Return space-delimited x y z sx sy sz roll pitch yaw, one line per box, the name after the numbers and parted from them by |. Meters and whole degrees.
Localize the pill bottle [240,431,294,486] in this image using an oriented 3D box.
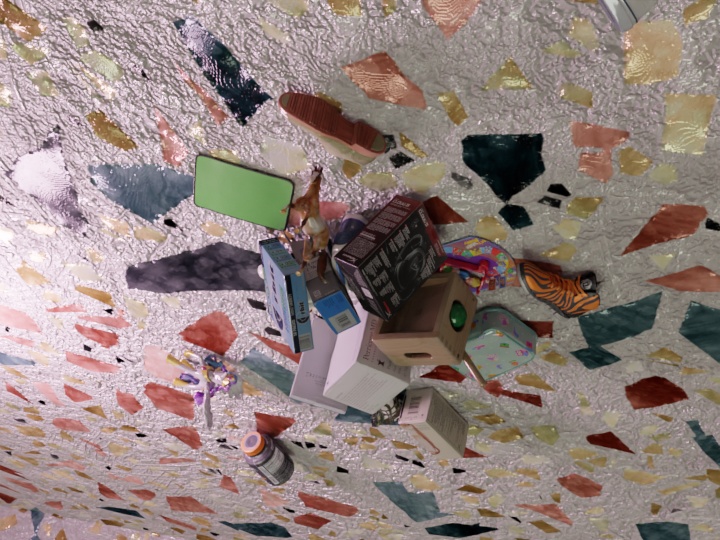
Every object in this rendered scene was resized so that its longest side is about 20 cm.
-0.293 0.576 2.470 0.106 0.106 0.200 -6 138 25 | pill bottle

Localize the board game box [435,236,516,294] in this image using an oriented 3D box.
0.210 0.008 1.607 0.200 0.039 0.158 -18 133 35 | board game box

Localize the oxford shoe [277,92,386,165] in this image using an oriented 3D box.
-0.058 -0.233 1.360 0.200 0.071 0.074 27 144 -16 | oxford shoe

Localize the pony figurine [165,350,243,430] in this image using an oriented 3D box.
-0.410 0.304 2.138 0.200 0.167 0.193 19 138 20 | pony figurine

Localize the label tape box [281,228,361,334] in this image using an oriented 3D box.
-0.078 0.009 1.605 0.063 0.200 0.144 -27 146 2 | label tape box

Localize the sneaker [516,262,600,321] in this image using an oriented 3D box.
0.394 0.025 1.551 0.112 0.078 0.200 -25 139 36 | sneaker

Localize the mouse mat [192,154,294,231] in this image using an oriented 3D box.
-0.234 -0.151 1.580 0.200 0.008 0.161 17 143 -2 | mouse mat

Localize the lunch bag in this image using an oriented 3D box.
0.281 0.167 1.763 0.160 0.077 0.200 31 140 -24 | lunch bag

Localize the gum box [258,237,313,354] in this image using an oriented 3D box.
-0.151 0.046 1.603 0.044 0.200 0.170 -14 115 -17 | gum box

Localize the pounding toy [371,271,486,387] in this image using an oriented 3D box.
0.154 0.121 1.601 0.200 0.184 0.142 -6 140 37 | pounding toy

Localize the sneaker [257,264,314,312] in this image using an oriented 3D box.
-0.132 0.042 1.723 0.200 0.085 0.073 16 163 -1 | sneaker

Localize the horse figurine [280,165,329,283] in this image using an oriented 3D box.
-0.092 -0.076 1.480 0.050 0.133 0.200 -1 122 22 | horse figurine

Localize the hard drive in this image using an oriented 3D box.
-0.074 0.218 1.845 0.132 0.200 0.025 18 151 -5 | hard drive

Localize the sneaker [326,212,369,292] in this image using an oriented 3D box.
0.000 0.000 1.579 0.080 0.147 0.200 -5 139 24 | sneaker

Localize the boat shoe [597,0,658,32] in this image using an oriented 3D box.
0.312 -0.403 1.027 0.067 0.074 0.200 -37 123 15 | boat shoe

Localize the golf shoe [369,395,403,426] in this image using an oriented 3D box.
0.077 0.336 2.072 0.094 0.078 0.200 -1 146 -8 | golf shoe

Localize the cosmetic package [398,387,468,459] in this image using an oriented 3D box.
0.193 0.400 2.078 0.087 0.103 0.200 -13 134 35 | cosmetic package

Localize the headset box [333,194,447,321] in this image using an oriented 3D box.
0.066 -0.031 1.487 0.077 0.200 0.149 23 152 45 | headset box

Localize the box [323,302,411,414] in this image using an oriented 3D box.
0.027 0.178 1.757 0.131 0.199 0.200 23 145 -12 | box
